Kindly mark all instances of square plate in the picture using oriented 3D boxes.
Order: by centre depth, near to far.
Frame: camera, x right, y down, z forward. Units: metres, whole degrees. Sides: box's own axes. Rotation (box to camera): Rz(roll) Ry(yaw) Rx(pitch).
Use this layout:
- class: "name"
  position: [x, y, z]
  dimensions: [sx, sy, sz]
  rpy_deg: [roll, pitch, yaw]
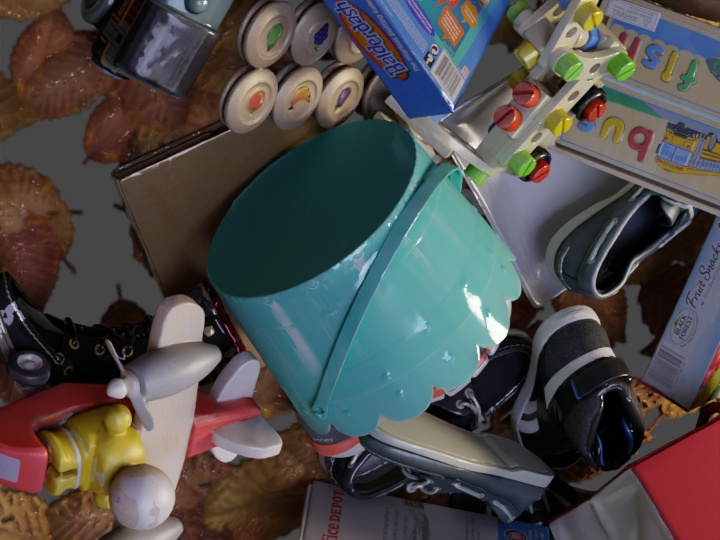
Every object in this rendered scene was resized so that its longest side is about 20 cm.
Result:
- class: "square plate"
  position: [0.176, -0.099, 1.657]
  dimensions: [0.200, 0.028, 0.198]
  rpy_deg: [-34, 122, -6]

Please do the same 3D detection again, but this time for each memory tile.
- class: "memory tile"
  position: [-0.017, -0.169, 1.487]
  dimensions: [0.200, 0.017, 0.153]
  rpy_deg: [-11, 127, -52]

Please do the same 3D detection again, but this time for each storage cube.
- class: "storage cube"
  position: [0.287, 0.214, 1.673]
  dimensions: [0.180, 0.171, 0.200]
  rpy_deg: [-25, 79, -27]

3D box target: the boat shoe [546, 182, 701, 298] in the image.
- class: "boat shoe"
  position: [0.239, -0.048, 1.646]
  dimensions: [0.200, 0.062, 0.073]
  rpy_deg: [-37, 123, -4]

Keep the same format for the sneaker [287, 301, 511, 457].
- class: "sneaker"
  position: [0.029, 0.063, 1.632]
  dimensions: [0.200, 0.077, 0.082]
  rpy_deg: [-41, 134, -1]

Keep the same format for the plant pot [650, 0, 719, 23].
- class: "plant pot"
  position: [0.251, -0.263, 1.541]
  dimensions: [0.187, 0.187, 0.200]
  rpy_deg: [-52, 138, 6]

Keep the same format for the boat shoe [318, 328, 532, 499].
- class: "boat shoe"
  position: [0.062, 0.117, 1.688]
  dimensions: [0.200, 0.060, 0.074]
  rpy_deg: [-27, 120, -10]

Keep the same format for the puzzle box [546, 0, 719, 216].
- class: "puzzle box"
  position: [0.254, -0.117, 1.580]
  dimensions: [0.200, 0.025, 0.133]
  rpy_deg: [21, 102, 10]

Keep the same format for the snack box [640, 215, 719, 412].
- class: "snack box"
  position: [0.313, 0.006, 1.704]
  dimensions: [0.142, 0.053, 0.200]
  rpy_deg: [-17, 134, -56]

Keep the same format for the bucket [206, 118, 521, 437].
- class: "bucket"
  position: [0.000, 0.000, 1.500]
  dimensions: [0.207, 0.207, 0.135]
  rpy_deg: [-40, 121, -2]

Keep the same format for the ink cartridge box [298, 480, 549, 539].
- class: "ink cartridge box"
  position: [0.044, 0.248, 1.654]
  dimensions: [0.200, 0.145, 0.084]
  rpy_deg: [12, 111, -1]

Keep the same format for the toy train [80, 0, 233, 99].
- class: "toy train"
  position: [-0.116, -0.210, 1.425]
  dimensions: [0.085, 0.114, 0.200]
  rpy_deg: [26, 101, -32]

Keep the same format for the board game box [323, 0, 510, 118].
- class: "board game box"
  position: [0.049, -0.229, 1.466]
  dimensions: [0.152, 0.045, 0.200]
  rpy_deg: [52, 51, -32]

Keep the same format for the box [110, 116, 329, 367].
- class: "box"
  position: [-0.078, -0.022, 1.584]
  dimensions: [0.163, 0.021, 0.200]
  rpy_deg: [-26, 121, -11]

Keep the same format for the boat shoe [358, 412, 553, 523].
- class: "boat shoe"
  position: [0.067, 0.155, 1.630]
  dimensions: [0.200, 0.073, 0.062]
  rpy_deg: [19, 110, -43]

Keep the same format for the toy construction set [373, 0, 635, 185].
- class: "toy construction set"
  position: [0.114, -0.128, 1.533]
  dimensions: [0.200, 0.092, 0.131]
  rpy_deg: [-34, 157, 22]

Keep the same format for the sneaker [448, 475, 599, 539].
- class: "sneaker"
  position: [0.167, 0.218, 1.774]
  dimensions: [0.200, 0.074, 0.081]
  rpy_deg: [13, 148, -12]

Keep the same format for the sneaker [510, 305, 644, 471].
- class: "sneaker"
  position: [0.175, 0.129, 1.679]
  dimensions: [0.073, 0.112, 0.200]
  rpy_deg: [-18, 144, -11]

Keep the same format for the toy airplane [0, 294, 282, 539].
- class: "toy airplane"
  position: [-0.148, 0.125, 1.462]
  dimensions: [0.199, 0.141, 0.200]
  rpy_deg: [-34, 130, 9]

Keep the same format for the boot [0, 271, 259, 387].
- class: "boot"
  position: [-0.174, 0.051, 1.530]
  dimensions: [0.151, 0.073, 0.200]
  rpy_deg: [-26, 126, 4]
